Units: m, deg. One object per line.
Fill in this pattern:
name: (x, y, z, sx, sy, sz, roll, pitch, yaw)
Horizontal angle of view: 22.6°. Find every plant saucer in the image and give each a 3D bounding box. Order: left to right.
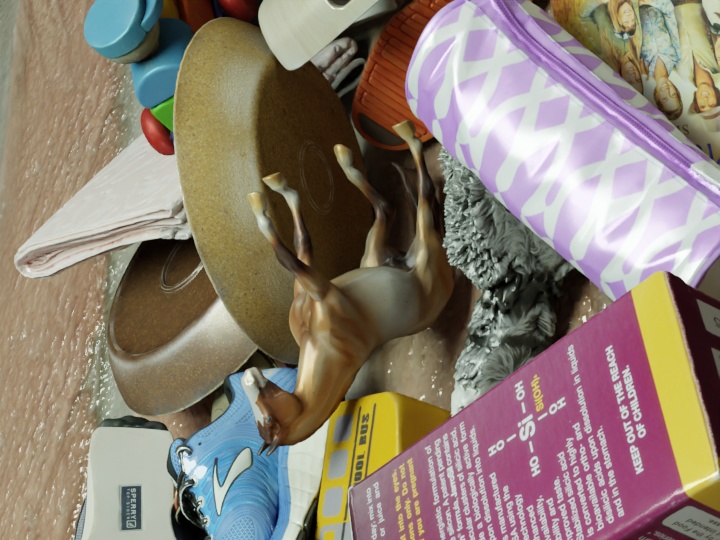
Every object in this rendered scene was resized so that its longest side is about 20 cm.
plant saucer: (-0.099, -0.001, 1.149, 0.200, 0.034, 0.200, -37, 33, 28)
plant saucer: (-0.038, -0.049, 1.016, 0.035, 0.200, 0.201, -13, 59, 23)

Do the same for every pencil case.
pencil case: (0.106, -0.049, 0.812, 0.084, 0.086, 0.200, -34, 58, -24)

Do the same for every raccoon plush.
raccoon plush: (0.057, -0.032, 0.962, 0.200, 0.097, 0.134, -63, 28, 7)

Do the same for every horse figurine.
horse figurine: (0.000, 0.000, 0.967, 0.050, 0.200, 0.133, -10, 103, 39)

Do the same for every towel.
towel: (-0.110, -0.071, 1.163, 0.191, 0.032, 0.200, -11, 28, 49)

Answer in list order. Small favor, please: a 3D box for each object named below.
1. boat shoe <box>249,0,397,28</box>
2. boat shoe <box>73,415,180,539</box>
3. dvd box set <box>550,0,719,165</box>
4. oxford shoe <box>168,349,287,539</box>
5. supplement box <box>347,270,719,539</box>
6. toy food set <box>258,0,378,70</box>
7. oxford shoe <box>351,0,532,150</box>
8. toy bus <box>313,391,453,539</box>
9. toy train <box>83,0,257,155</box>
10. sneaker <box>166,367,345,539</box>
boat shoe: (-0.062, -0.171, 1.185, 0.200, 0.074, 0.060, -12, 98, 47)
boat shoe: (-0.138, 0.188, 1.079, 0.200, 0.074, 0.093, -89, 4, -49)
dvd box set: (0.153, -0.105, 0.830, 0.146, 0.029, 0.200, -3, 103, 51)
oxford shoe: (-0.072, 0.123, 1.050, 0.070, 0.075, 0.200, -41, 42, 35)
supplement box: (0.110, 0.108, 0.778, 0.200, 0.131, 0.103, -38, 44, 33)
toy food set: (0.031, -0.201, 1.023, 0.143, 0.060, 0.200, -36, 17, 35)
oxford shoe: (0.064, -0.156, 1.051, 0.200, 0.071, 0.073, -52, 13, 22)
toy bus: (0.015, 0.166, 0.923, 0.078, 0.065, 0.200, -17, 59, 47)
toy train: (-0.126, -0.176, 1.106, 0.085, 0.116, 0.200, -27, 51, 17)
sneaker: (-0.064, 0.134, 0.976, 0.089, 0.079, 0.200, 4, 45, 9)
